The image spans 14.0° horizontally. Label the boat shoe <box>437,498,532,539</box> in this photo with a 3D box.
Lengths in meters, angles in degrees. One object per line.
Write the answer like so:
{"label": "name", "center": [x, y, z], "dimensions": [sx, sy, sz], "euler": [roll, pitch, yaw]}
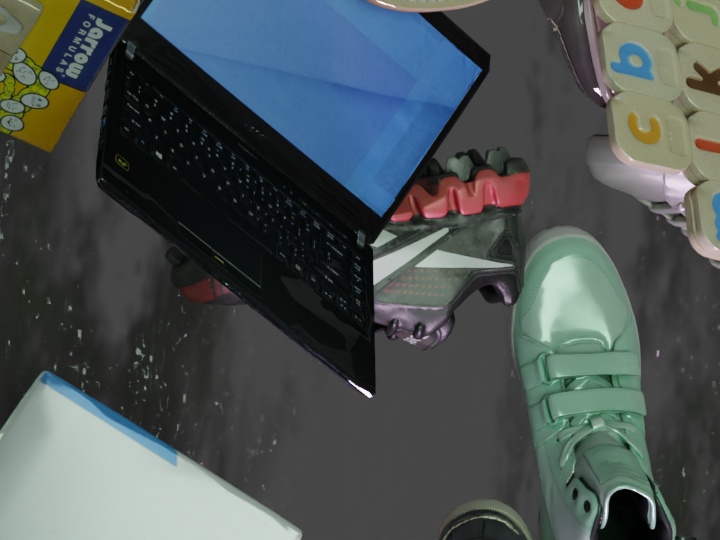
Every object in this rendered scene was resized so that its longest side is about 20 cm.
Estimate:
{"label": "boat shoe", "center": [0.092, 0.221, 1.558], "dimensions": [0.072, 0.063, 0.201], "euler": [-22, 105, 9]}

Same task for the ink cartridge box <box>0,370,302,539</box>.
{"label": "ink cartridge box", "center": [-0.127, 0.150, 1.420], "dimensions": [0.147, 0.200, 0.145], "euler": [31, 83, 0]}

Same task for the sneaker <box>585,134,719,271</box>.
{"label": "sneaker", "center": [0.208, -0.018, 1.582], "dimensions": [0.199, 0.073, 0.085], "euler": [16, 87, -17]}

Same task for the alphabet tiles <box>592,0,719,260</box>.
{"label": "alphabet tiles", "center": [0.204, -0.092, 1.546], "dimensions": [0.195, 0.015, 0.201], "euler": [11, 62, -31]}

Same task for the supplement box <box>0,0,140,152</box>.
{"label": "supplement box", "center": [-0.210, -0.163, 1.414], "dimensions": [0.199, 0.109, 0.110], "euler": [23, 43, -16]}

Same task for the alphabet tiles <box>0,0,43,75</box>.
{"label": "alphabet tiles", "center": [-0.267, -0.097, 1.405], "dimensions": [0.166, 0.008, 0.200], "euler": [25, 132, -16]}

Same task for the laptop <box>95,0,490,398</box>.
{"label": "laptop", "center": [-0.026, -0.073, 1.412], "dimensions": [0.177, 0.200, 0.103], "euler": [38, 116, -23]}

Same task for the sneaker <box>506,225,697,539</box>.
{"label": "sneaker", "center": [0.131, 0.077, 1.544], "dimensions": [0.073, 0.118, 0.202], "euler": [-7, 94, -13]}

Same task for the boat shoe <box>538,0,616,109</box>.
{"label": "boat shoe", "center": [0.112, -0.185, 1.561], "dimensions": [0.067, 0.057, 0.201], "euler": [-21, 105, -50]}

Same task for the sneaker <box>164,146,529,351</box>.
{"label": "sneaker", "center": [0.000, 0.000, 1.525], "dimensions": [0.199, 0.071, 0.099], "euler": [-12, 95, -16]}

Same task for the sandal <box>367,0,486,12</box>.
{"label": "sandal", "center": [0.097, -0.183, 1.467], "dimensions": [0.211, 0.070, 0.078], "euler": [-13, 90, -26]}
